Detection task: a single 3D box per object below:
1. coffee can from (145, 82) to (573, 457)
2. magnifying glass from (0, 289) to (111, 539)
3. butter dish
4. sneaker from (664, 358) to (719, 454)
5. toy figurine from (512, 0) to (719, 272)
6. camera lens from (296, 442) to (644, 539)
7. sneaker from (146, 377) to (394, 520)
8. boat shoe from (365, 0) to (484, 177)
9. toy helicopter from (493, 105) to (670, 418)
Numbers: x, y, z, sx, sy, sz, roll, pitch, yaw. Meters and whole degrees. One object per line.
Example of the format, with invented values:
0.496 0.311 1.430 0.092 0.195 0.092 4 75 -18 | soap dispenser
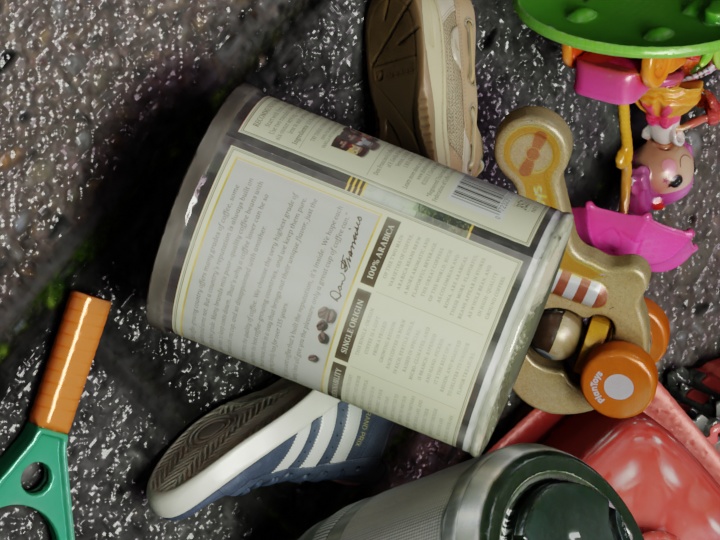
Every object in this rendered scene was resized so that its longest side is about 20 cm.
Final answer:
0.000 0.000 1.590 0.199 0.146 0.147 22 87 7 | coffee can
-0.183 0.109 1.626 0.079 0.022 0.201 17 90 -35 | magnifying glass
0.162 0.177 1.749 0.200 0.148 0.200 -41 95 -10 | butter dish
0.260 0.093 1.883 0.200 0.071 0.098 -31 123 -18 | sneaker
0.176 -0.090 1.778 0.200 0.150 0.185 -37 136 -51 | toy figurine
0.057 0.195 1.634 0.160 0.200 0.161 21 58 -38 | camera lens
-0.033 0.106 1.691 0.200 0.075 0.085 -33 112 -23 | sneaker
0.046 -0.070 1.697 0.064 0.071 0.201 0 90 -41 | boat shoe
0.107 -0.004 1.723 0.079 0.132 0.201 -65 146 -60 | toy helicopter
